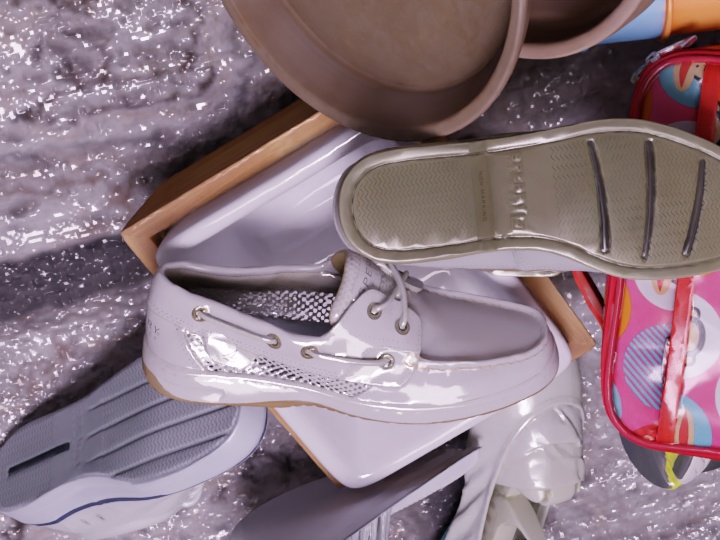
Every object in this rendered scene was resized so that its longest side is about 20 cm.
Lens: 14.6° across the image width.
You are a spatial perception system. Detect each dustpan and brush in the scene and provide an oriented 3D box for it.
[{"bbox_3d":[-0.037,0.150,1.477,0.199,0.139,0.058,-10,104,43],"label":"dustpan and brush"}]

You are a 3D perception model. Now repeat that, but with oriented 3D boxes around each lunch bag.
[{"bbox_3d":[0.186,-0.010,1.342,0.175,0.082,0.201,8,99,15],"label":"lunch bag"}]

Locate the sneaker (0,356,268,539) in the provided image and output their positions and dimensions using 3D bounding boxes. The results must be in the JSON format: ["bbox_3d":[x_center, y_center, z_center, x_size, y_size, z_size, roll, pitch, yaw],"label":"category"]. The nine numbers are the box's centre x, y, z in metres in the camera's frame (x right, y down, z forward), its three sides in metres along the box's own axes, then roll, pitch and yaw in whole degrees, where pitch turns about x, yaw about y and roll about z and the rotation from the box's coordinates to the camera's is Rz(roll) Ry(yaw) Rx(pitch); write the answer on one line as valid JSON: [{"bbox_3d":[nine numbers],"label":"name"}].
[{"bbox_3d":[-0.105,0.090,1.422,0.071,0.074,0.199,20,155,-37],"label":"sneaker"}]

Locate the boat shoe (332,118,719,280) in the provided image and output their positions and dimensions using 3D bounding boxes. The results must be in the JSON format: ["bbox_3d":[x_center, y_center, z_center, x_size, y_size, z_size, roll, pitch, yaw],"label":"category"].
[{"bbox_3d":[0.087,-0.034,1.290,0.198,0.068,0.075,3,92,-5],"label":"boat shoe"}]

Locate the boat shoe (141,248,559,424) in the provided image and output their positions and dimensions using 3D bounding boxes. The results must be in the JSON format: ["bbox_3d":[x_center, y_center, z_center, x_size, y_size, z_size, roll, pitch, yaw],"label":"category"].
[{"bbox_3d":[-0.003,0.025,1.315,0.198,0.071,0.070,0,126,-6],"label":"boat shoe"}]

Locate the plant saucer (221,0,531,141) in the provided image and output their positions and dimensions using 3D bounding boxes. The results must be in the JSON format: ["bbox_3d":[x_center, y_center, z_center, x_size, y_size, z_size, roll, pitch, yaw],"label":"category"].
[{"bbox_3d":[0.002,-0.154,1.250,0.029,0.199,0.201,-33,137,-40],"label":"plant saucer"}]

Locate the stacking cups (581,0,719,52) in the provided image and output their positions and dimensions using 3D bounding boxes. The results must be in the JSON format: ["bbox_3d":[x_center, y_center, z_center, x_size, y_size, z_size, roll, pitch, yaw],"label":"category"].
[{"bbox_3d":[0.122,-0.136,1.332,0.199,0.061,0.061,-8,125,-6],"label":"stacking cups"}]

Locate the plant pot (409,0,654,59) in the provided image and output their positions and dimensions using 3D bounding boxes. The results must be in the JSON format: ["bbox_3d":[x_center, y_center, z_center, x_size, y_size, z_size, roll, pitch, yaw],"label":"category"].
[{"bbox_3d":[0.080,-0.203,1.230,0.093,0.200,0.202,-33,136,-38],"label":"plant pot"}]

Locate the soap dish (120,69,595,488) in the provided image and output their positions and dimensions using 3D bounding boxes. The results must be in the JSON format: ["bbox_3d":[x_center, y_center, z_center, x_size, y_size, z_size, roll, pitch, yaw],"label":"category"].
[{"bbox_3d":[0.000,0.000,1.391,0.157,0.081,0.200,-30,123,13],"label":"soap dish"}]

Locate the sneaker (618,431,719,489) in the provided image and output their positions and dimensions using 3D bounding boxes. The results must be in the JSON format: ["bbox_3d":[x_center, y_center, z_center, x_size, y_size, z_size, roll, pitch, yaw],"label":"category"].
[{"bbox_3d":[0.190,0.014,1.445,0.084,0.074,0.201,-7,121,-43],"label":"sneaker"}]

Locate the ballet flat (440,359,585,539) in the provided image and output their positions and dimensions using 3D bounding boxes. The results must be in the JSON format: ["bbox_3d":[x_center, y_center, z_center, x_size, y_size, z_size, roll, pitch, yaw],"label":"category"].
[{"bbox_3d":[0.086,0.119,1.490,0.069,0.070,0.201,8,123,-13],"label":"ballet flat"}]
